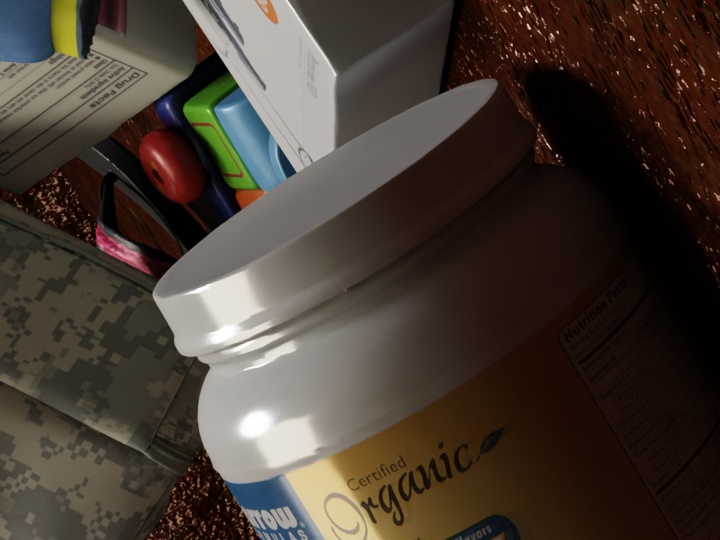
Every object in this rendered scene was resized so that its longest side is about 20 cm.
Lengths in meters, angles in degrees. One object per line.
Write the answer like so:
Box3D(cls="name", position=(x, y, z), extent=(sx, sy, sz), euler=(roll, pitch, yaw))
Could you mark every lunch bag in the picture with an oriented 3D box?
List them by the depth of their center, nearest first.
Box3D(cls="lunch bag", position=(-0.169, 0.058, 1.195), extent=(0.199, 0.168, 0.139), euler=(27, 175, -8))

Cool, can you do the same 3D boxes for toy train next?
Box3D(cls="toy train", position=(0.000, 0.000, 1.143), extent=(0.201, 0.085, 0.116), euler=(60, 159, -18))

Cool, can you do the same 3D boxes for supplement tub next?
Box3D(cls="supplement tub", position=(0.040, 0.059, 0.829), extent=(0.201, 0.144, 0.145), euler=(58, 172, -10))

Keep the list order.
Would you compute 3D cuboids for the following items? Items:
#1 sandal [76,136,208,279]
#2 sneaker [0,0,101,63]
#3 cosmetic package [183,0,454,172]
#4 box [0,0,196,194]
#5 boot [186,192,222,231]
Box3D(cls="sandal", position=(-0.083, 0.003, 1.290), extent=(0.200, 0.045, 0.075), euler=(47, 177, 16))
Box3D(cls="sneaker", position=(-0.129, -0.153, 1.045), extent=(0.201, 0.078, 0.066), euler=(-84, -3, -48))
Box3D(cls="cosmetic package", position=(-0.031, -0.111, 0.959), extent=(0.151, 0.052, 0.200), euler=(54, 172, 10))
Box3D(cls="box", position=(-0.182, -0.131, 1.127), extent=(0.199, 0.128, 0.110), euler=(21, -127, -38))
Box3D(cls="boot", position=(-0.012, 0.001, 1.290), extent=(0.132, 0.070, 0.200), euler=(52, -178, 16))
